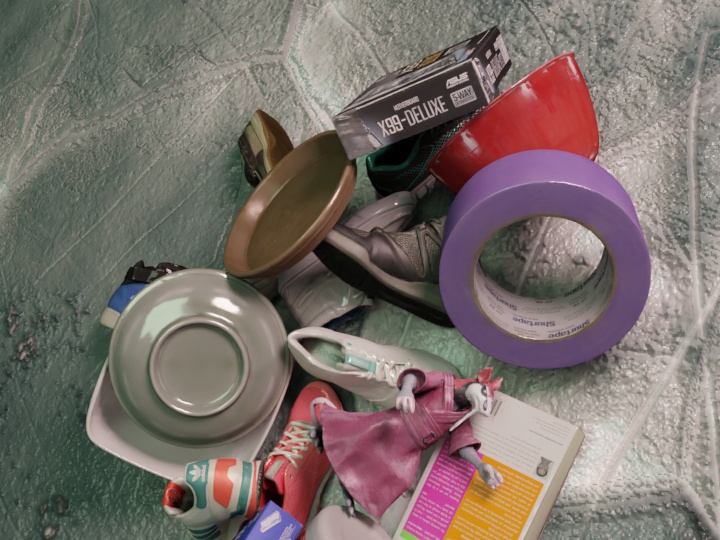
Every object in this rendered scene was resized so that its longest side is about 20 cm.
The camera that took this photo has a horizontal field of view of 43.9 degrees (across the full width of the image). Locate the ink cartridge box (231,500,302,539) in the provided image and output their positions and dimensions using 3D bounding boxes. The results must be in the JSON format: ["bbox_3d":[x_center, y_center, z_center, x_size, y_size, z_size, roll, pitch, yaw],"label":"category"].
[{"bbox_3d":[-0.133,0.314,0.899,0.044,0.200,0.094,37,45,-1],"label":"ink cartridge box"}]

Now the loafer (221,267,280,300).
[{"bbox_3d":[-0.118,-0.010,1.108,0.199,0.070,0.070,-33,49,0],"label":"loafer"}]

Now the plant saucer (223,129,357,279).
[{"bbox_3d":[-0.074,-0.069,0.981,0.199,0.029,0.201,-34,32,25],"label":"plant saucer"}]

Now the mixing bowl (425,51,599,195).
[{"bbox_3d":[0.178,-0.125,0.954,0.199,0.200,0.109,-37,85,8],"label":"mixing bowl"}]

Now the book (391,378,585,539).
[{"bbox_3d":[0.123,0.225,0.900,0.133,0.048,0.201,22,79,36],"label":"book"}]

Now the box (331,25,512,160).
[{"bbox_3d":[0.072,-0.192,0.954,0.156,0.050,0.200,-18,17,24],"label":"box"}]

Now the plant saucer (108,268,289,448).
[{"bbox_3d":[-0.174,0.100,0.968,0.198,0.050,0.203,-1,97,-9],"label":"plant saucer"}]

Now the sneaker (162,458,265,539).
[{"bbox_3d":[-0.166,0.249,0.952,0.092,0.200,0.071,14,53,-15],"label":"sneaker"}]

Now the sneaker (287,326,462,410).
[{"bbox_3d":[0.011,0.106,0.965,0.198,0.089,0.076,13,79,15],"label":"sneaker"}]

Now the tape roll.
[{"bbox_3d":[0.177,-0.010,0.876,0.198,0.201,0.085,-19,23,18],"label":"tape roll"}]

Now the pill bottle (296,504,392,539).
[{"bbox_3d":[-0.053,0.340,0.886,0.201,0.112,0.112,-52,55,16],"label":"pill bottle"}]

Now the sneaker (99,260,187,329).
[{"bbox_3d":[-0.233,0.050,1.132,0.198,0.077,0.112,19,80,31],"label":"sneaker"}]

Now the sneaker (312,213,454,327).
[{"bbox_3d":[0.042,-0.026,0.991,0.198,0.076,0.115,24,68,-7],"label":"sneaker"}]

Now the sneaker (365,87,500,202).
[{"bbox_3d":[0.085,-0.159,1.054,0.200,0.091,0.078,-46,58,2],"label":"sneaker"}]

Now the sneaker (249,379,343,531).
[{"bbox_3d":[-0.069,0.213,0.975,0.073,0.087,0.202,6,72,27],"label":"sneaker"}]

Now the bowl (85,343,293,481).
[{"bbox_3d":[-0.195,0.132,1.030,0.198,0.075,0.202,25,94,-12],"label":"bowl"}]

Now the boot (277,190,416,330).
[{"bbox_3d":[0.000,0.000,1.051,0.199,0.073,0.096,-37,67,14],"label":"boot"}]

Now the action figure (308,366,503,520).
[{"bbox_3d":[0.058,0.160,0.908,0.199,0.135,0.149,-32,15,-1],"label":"action figure"}]

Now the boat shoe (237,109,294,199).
[{"bbox_3d":[-0.115,-0.130,1.151,0.065,0.073,0.201,-45,36,21],"label":"boat shoe"}]
